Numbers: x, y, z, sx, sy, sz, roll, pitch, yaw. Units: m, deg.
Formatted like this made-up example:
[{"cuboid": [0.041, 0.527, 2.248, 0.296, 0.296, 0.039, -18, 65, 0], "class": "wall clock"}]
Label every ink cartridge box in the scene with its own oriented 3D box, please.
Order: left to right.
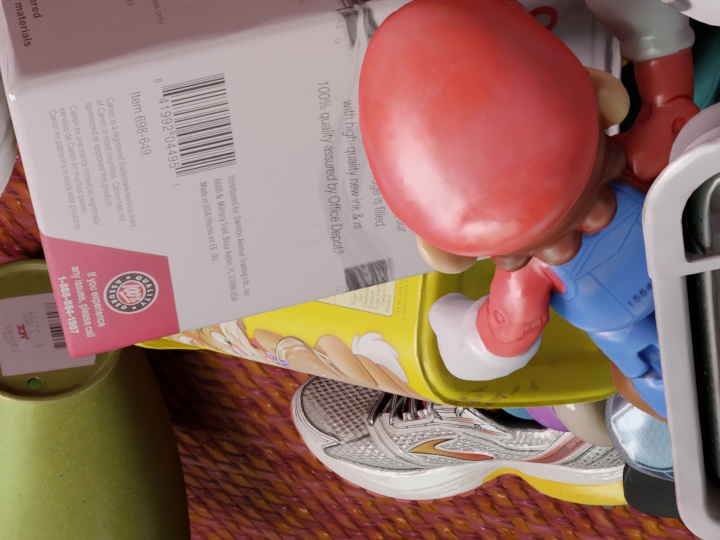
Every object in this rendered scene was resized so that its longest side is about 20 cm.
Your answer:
[{"cuboid": [-0.017, -0.064, 0.878, 0.198, 0.085, 0.146, -12, 143, -6], "class": "ink cartridge box"}]

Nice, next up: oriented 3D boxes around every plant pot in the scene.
[{"cuboid": [-0.177, 0.090, 1.411, 0.186, 0.188, 0.201, 21, 141, 8], "class": "plant pot"}]

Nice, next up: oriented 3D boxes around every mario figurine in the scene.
[{"cuboid": [0.065, -0.031, 0.830, 0.105, 0.124, 0.200, 4, 156, 41], "class": "mario figurine"}]

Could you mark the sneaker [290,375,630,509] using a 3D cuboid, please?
[{"cuboid": [0.054, 0.058, 1.233, 0.199, 0.078, 0.082, -3, 142, 30], "class": "sneaker"}]

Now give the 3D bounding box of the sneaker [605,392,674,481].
[{"cuboid": [0.162, 0.047, 0.986, 0.199, 0.095, 0.080, -12, 94, 44], "class": "sneaker"}]

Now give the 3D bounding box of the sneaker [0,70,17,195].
[{"cuboid": [-0.142, -0.105, 0.948, 0.075, 0.201, 0.089, 2, 134, 4], "class": "sneaker"}]

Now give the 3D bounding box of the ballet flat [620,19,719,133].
[{"cuboid": [0.145, -0.061, 0.887, 0.072, 0.072, 0.200, 31, 155, -14], "class": "ballet flat"}]

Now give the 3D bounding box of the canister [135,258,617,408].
[{"cuboid": [0.000, 0.000, 1.049, 0.199, 0.087, 0.148, 11, -173, 44], "class": "canister"}]

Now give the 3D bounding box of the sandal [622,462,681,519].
[{"cuboid": [0.208, 0.097, 1.138, 0.198, 0.045, 0.075, 0, 142, 21], "class": "sandal"}]

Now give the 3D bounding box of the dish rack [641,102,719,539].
[{"cuboid": [0.173, 0.007, 0.792, 0.170, 0.044, 0.201, -8, 137, 5], "class": "dish rack"}]

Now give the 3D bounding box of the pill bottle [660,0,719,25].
[{"cuboid": [0.087, -0.138, 0.736, 0.199, 0.111, 0.111, 28, 156, -7], "class": "pill bottle"}]

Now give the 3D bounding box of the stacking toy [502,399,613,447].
[{"cuboid": [0.044, 0.018, 1.158, 0.199, 0.086, 0.085, 12, 154, 42], "class": "stacking toy"}]
